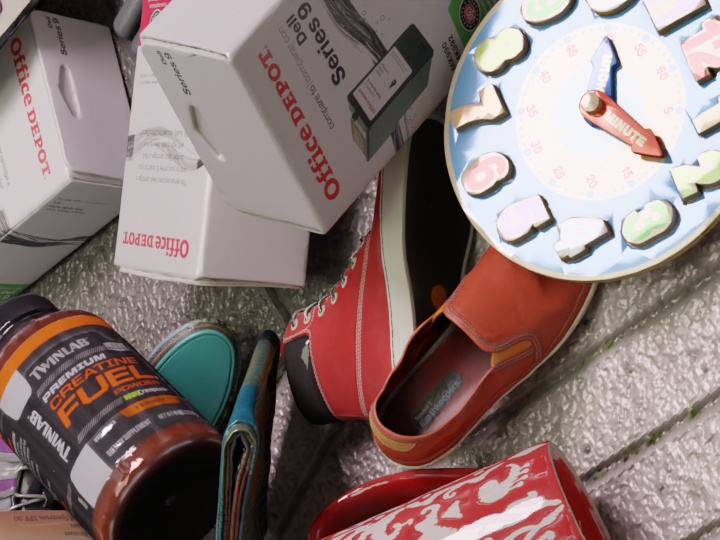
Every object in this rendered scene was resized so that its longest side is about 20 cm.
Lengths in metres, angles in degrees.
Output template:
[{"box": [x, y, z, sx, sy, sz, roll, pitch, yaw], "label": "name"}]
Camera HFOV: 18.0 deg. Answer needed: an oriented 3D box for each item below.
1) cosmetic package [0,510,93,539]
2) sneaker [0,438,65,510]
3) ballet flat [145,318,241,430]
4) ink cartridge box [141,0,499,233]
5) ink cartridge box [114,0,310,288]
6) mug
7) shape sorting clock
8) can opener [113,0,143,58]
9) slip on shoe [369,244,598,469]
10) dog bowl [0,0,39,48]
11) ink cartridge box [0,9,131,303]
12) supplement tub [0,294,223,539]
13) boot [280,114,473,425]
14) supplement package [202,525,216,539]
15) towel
[{"box": [-0.181, 0.252, 1.427, 0.087, 0.103, 0.200, -53, 55, 25], "label": "cosmetic package"}, {"box": [-0.234, 0.156, 1.667, 0.140, 0.077, 0.200, 58, 133, 29], "label": "sneaker"}, {"box": [-0.139, 0.113, 1.583, 0.074, 0.074, 0.201, 39, 111, 38], "label": "ballet flat"}, {"box": [-0.017, -0.144, 1.362, 0.084, 0.146, 0.200, 16, 56, 42], "label": "ink cartridge box"}, {"box": [-0.092, -0.091, 1.519, 0.145, 0.083, 0.202, 9, 93, 62], "label": "ink cartridge box"}, {"box": [0.039, 0.173, 1.325, 0.199, 0.133, 0.179, -28, 59, 11], "label": "mug"}, {"box": [0.138, -0.092, 1.323, 0.198, 0.039, 0.202, -7, 73, 22], "label": "shape sorting clock"}, {"box": [-0.121, -0.237, 1.600, 0.053, 0.066, 0.201, 52, 125, 32], "label": "can opener"}, {"box": [0.076, 0.033, 1.353, 0.074, 0.061, 0.200, 40, 90, 19], "label": "slip on shoe"}, {"box": [-0.297, -0.205, 1.680, 0.200, 0.074, 0.201, -43, 20, 20], "label": "dog bowl"}, {"box": [-0.259, -0.079, 1.698, 0.199, 0.084, 0.147, -33, 64, 37], "label": "ink cartridge box"}, {"box": [-0.176, 0.097, 1.493, 0.200, 0.106, 0.108, 40, 113, 36], "label": "supplement tub"}, {"box": [0.000, 0.000, 1.457, 0.144, 0.072, 0.202, 0, 90, 45], "label": "boot"}, {"box": [-0.114, 0.271, 1.508, 0.110, 0.113, 0.200, -53, 53, 25], "label": "supplement package"}, {"box": [-0.070, 0.133, 1.436, 0.021, 0.200, 0.148, 6, 105, 2], "label": "towel"}]
